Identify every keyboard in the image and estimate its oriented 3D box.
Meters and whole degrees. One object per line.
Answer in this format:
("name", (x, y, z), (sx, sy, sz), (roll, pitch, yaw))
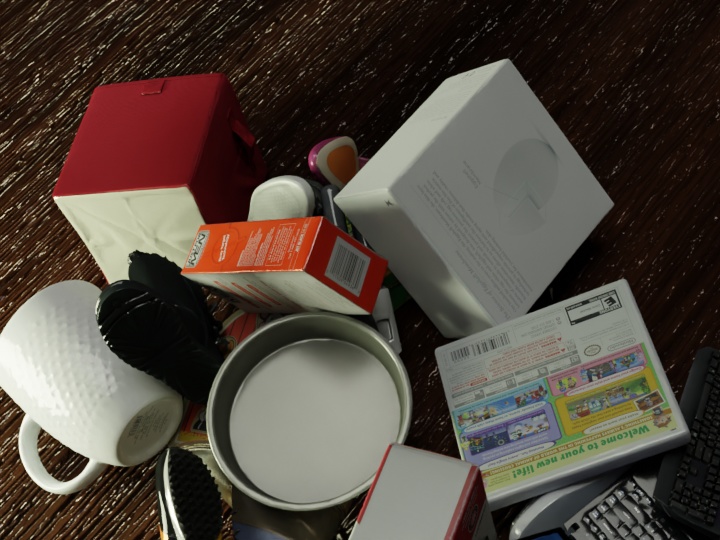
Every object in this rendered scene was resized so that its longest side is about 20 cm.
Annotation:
("keyboard", (0.339, 0.160, 1.090), (0.126, 0.021, 0.201), (26, 49, 5))

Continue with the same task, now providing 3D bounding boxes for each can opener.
("can opener", (0.000, 0.000, 1.263), (0.053, 0.067, 0.202), (-11, 77, -6))

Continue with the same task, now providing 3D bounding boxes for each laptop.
("laptop", (0.245, 0.246, 1.003), (0.199, 0.104, 0.177), (-35, 64, -12))

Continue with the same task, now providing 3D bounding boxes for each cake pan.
("cake pan", (-0.047, 0.137, 1.170), (0.198, 0.037, 0.202), (-4, 61, 7))

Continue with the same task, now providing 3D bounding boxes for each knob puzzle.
("knob puzzle", (-0.104, 0.102, 1.274), (0.218, 0.030, 0.221), (-15, 56, 23))

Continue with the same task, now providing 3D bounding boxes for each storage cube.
("storage cube", (-0.228, -0.104, 1.442), (0.198, 0.172, 0.181), (-2, 50, 17))

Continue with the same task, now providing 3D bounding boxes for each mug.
("mug", (-0.289, 0.139, 1.289), (0.175, 0.147, 0.201), (36, 96, 28))

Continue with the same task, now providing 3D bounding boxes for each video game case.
("video game case", (0.179, 0.113, 1.126), (0.198, 0.022, 0.183), (-21, 47, 9))

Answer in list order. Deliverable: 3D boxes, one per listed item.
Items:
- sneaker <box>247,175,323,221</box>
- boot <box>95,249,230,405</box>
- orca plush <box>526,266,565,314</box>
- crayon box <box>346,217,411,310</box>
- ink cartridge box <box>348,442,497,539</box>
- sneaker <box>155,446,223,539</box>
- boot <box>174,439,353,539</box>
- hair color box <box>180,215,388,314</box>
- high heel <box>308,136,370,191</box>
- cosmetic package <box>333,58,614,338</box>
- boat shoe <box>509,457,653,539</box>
("sneaker", (-0.068, -0.077, 1.369), (0.099, 0.200, 0.071), (-40, 86, -25))
("boot", (-0.208, 0.036, 1.250), (0.073, 0.198, 0.163), (-36, 42, 8))
("orca plush", (0.194, 0.063, 1.222), (0.104, 0.071, 0.201), (-3, 50, 17))
("crayon box", (0.018, -0.019, 1.361), (0.200, 0.058, 0.119), (-38, 50, -14))
("ink cartridge box", (0.053, 0.262, 1.015), (0.083, 0.201, 0.145), (11, 55, 22))
("sneaker", (-0.172, 0.268, 1.147), (0.090, 0.070, 0.201), (-32, 62, 25))
("boot", (-0.114, 0.229, 1.185), (0.198, 0.075, 0.097), (10, 52, 24))
("hair color box", (-0.079, -0.003, 1.225), (0.199, 0.101, 0.062), (-2, 63, 46))
("high heel", (-0.040, -0.119, 1.394), (0.095, 0.068, 0.200), (3, 7, 22))
("cosmetic package", (0.117, -0.069, 1.257), (0.200, 0.200, 0.123), (-47, 19, -23))
("boat shoe", (0.207, 0.187, 1.120), (0.200, 0.070, 0.066), (-39, 31, -11))
